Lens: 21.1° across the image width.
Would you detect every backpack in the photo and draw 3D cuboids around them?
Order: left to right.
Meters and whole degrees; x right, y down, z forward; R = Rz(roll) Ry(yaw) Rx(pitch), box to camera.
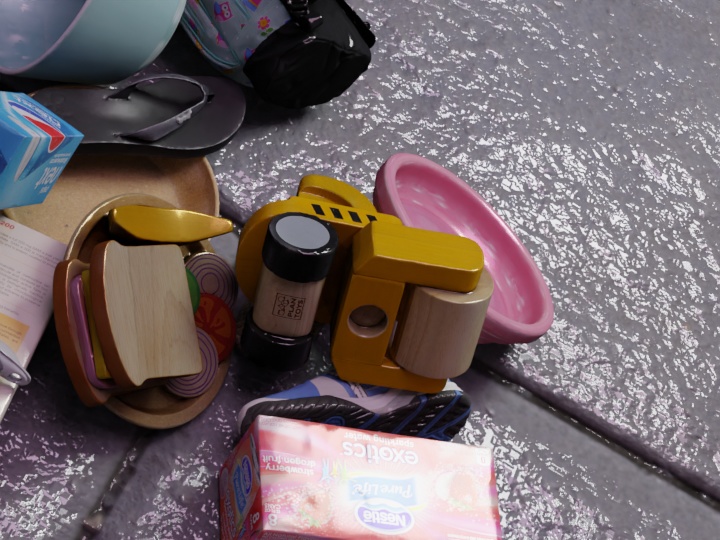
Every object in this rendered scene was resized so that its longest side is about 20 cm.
[{"bbox_3d":[-0.096,-0.242,1.715,0.200,0.127,0.167,53,10,17],"label":"backpack"}]

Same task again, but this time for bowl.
[{"bbox_3d":[-0.219,-0.238,1.641,0.105,0.201,0.201,25,46,-34],"label":"bowl"}]

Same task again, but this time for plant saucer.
[{"bbox_3d":[-0.216,-0.065,1.599,0.200,0.035,0.201,13,51,-17],"label":"plant saucer"},{"bbox_3d":[0.080,-0.011,1.660,0.200,0.051,0.201,38,26,-22],"label":"plant saucer"}]

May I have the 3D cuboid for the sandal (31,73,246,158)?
[{"bbox_3d":[-0.179,-0.131,1.614,0.200,0.043,0.076,-11,62,-33],"label":"sandal"}]

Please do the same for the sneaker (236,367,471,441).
[{"bbox_3d":[-0.012,0.111,1.561,0.200,0.076,0.077,-3,38,-30],"label":"sneaker"}]

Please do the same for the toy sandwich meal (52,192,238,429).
[{"bbox_3d":[-0.154,0.027,1.488,0.205,0.070,0.206,17,68,-47],"label":"toy sandwich meal"}]

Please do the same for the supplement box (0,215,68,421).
[{"bbox_3d":[-0.306,0.049,1.444,0.126,0.074,0.200,25,50,-6],"label":"supplement box"}]

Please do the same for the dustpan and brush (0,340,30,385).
[{"bbox_3d":[-0.307,0.009,1.367,0.200,0.139,0.057,40,31,-27],"label":"dustpan and brush"}]

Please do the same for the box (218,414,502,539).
[{"bbox_3d":[-0.001,0.188,1.483,0.200,0.095,0.103,11,53,-20],"label":"box"}]

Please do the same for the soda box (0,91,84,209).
[{"bbox_3d":[-0.269,-0.091,1.447,0.064,0.068,0.200,34,6,0],"label":"soda box"}]

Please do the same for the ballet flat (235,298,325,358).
[{"bbox_3d":[-0.034,0.012,1.628,0.067,0.046,0.200,44,49,9],"label":"ballet flat"}]

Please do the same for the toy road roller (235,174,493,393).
[{"bbox_3d":[0.000,0.000,1.545,0.200,0.123,0.146,11,35,-6],"label":"toy road roller"}]
